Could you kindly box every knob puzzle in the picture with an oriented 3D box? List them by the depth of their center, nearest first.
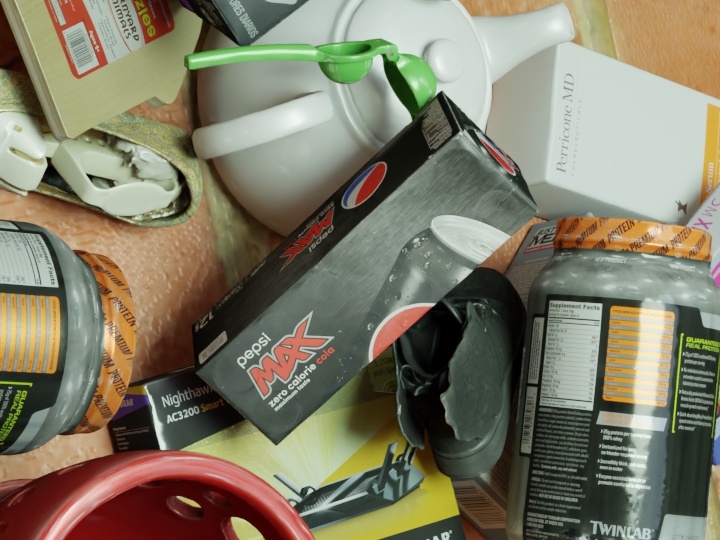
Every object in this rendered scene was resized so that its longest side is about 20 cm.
[{"bbox_3d":[-0.152,-0.184,1.209,0.219,0.030,0.221,27,57,-51],"label":"knob puzzle"}]

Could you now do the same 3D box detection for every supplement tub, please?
[{"bbox_3d":[-0.224,0.031,1.096,0.199,0.122,0.124,7,78,-36],"label":"supplement tub"},{"bbox_3d":[0.156,0.073,1.293,0.122,0.122,0.202,10,85,-35],"label":"supplement tub"}]

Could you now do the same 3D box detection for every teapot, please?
[{"bbox_3d":[0.005,-0.110,1.285,0.197,0.146,0.201,31,66,-28],"label":"teapot"}]

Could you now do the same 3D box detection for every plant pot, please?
[{"bbox_3d":[-0.136,0.198,1.105,0.199,0.182,0.202,7,77,-35],"label":"plant pot"}]

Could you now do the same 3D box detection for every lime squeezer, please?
[{"bbox_3d":[-0.003,-0.099,1.180,0.199,0.038,0.071,29,110,-32],"label":"lime squeezer"}]

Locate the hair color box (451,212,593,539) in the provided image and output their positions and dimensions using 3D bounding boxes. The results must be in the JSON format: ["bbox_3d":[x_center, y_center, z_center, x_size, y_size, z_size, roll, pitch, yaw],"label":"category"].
[{"bbox_3d":[0.119,0.071,1.392,0.099,0.060,0.201,44,60,-23],"label":"hair color box"}]

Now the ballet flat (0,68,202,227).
[{"bbox_3d":[-0.171,-0.065,1.189,0.199,0.070,0.071,13,75,-37],"label":"ballet flat"}]

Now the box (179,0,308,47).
[{"bbox_3d":[-0.034,-0.238,1.186,0.200,0.106,0.123,-39,120,-8],"label":"box"}]

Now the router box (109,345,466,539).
[{"bbox_3d":[-0.041,0.121,1.270,0.199,0.052,0.158,-16,92,-37],"label":"router box"}]

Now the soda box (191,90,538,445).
[{"bbox_3d":[0.000,0.000,1.177,0.200,0.063,0.071,-42,112,12],"label":"soda box"}]

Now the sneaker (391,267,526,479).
[{"bbox_3d":[0.057,0.043,1.283,0.201,0.060,0.105,-80,154,-46],"label":"sneaker"}]

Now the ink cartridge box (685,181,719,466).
[{"bbox_3d":[0.247,0.044,1.445,0.119,0.042,0.201,-48,141,-26],"label":"ink cartridge box"}]

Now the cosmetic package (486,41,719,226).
[{"bbox_3d":[0.183,-0.078,1.457,0.199,0.071,0.102,15,74,-33],"label":"cosmetic package"}]
